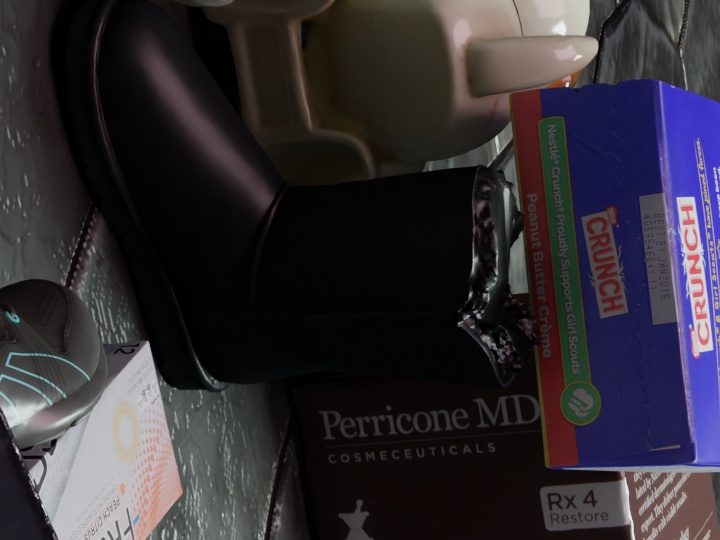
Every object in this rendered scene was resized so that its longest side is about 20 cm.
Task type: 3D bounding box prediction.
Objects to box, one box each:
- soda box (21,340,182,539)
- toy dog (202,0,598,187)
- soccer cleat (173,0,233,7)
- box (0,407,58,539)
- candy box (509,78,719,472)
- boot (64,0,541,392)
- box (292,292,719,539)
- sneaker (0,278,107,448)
[{"bbox_3d":[-0.130,0.094,1.047,0.200,0.064,0.068,-53,135,-63],"label":"soda box"},{"bbox_3d":[0.036,-0.122,1.385,0.200,0.194,0.140,-32,106,-59],"label":"toy dog"},{"bbox_3d":[-0.110,-0.145,1.166,0.200,0.069,0.078,41,52,-53],"label":"soccer cleat"},{"bbox_3d":[-0.174,0.028,0.713,0.104,0.200,0.182,-32,121,-24],"label":"box"},{"bbox_3d":[0.142,0.008,1.334,0.200,0.077,0.169,11,74,-67],"label":"candy box"},{"bbox_3d":[-0.020,-0.035,1.228,0.076,0.168,0.200,-63,143,-53],"label":"boot"},{"bbox_3d":[0.081,0.126,1.473,0.164,0.166,0.200,-35,117,-66],"label":"box"},{"bbox_3d":[-0.146,0.033,1.003,0.200,0.075,0.079,-48,128,-64],"label":"sneaker"}]
